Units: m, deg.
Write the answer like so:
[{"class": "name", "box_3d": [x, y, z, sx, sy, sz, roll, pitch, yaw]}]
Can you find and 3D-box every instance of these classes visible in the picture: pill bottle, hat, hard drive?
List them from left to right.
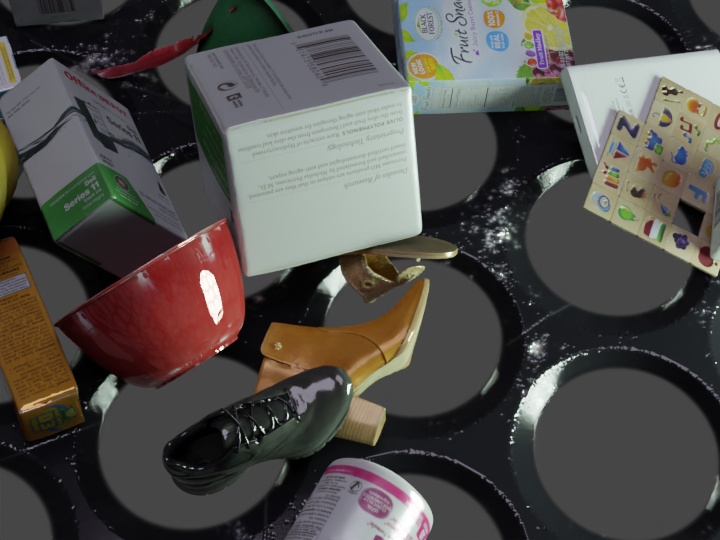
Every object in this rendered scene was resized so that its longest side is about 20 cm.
[{"class": "hat", "box_3d": [-0.171, -0.219, 1.645, 0.176, 0.200, 0.166, -40, 104, -10]}, {"class": "pill bottle", "box_3d": [-0.025, 0.280, 1.320, 0.113, 0.114, 0.201, 25, 59, 13]}, {"class": "hard drive", "box_3d": [0.334, -0.178, 1.659, 0.198, 0.027, 0.133, -9, 73, -19]}]

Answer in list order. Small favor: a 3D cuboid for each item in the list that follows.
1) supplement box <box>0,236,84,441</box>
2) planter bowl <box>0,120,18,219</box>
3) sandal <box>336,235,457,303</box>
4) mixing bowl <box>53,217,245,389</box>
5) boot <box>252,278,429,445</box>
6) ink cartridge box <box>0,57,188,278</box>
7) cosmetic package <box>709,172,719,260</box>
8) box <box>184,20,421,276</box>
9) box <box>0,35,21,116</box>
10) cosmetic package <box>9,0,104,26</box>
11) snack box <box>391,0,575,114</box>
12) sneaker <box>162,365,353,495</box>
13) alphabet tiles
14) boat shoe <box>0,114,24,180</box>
[{"class": "supplement box", "box_3d": [-0.340, 0.067, 1.472, 0.068, 0.067, 0.201, -22, 60, -17]}, {"class": "planter bowl", "box_3d": [-0.406, -0.108, 1.484, 0.200, 0.201, 0.083, 39, 33, 21]}, {"class": "sandal", "box_3d": [0.002, -0.001, 1.546, 0.210, 0.070, 0.078, 7, 15, 20]}, {"class": "mixing bowl", "box_3d": [-0.189, 0.046, 1.441, 0.199, 0.200, 0.109, -32, 93, -22]}, {"class": "boot", "box_3d": [-0.021, 0.072, 1.484, 0.143, 0.071, 0.202, 19, 62, 9]}, {"class": "ink cartridge box", "box_3d": [-0.279, -0.104, 1.532, 0.083, 0.146, 0.201, -36, 60, 12]}, {"class": "cosmetic package", "box_3d": [0.484, -0.052, 1.577, 0.198, 0.071, 0.102, 10, 67, -1]}, {"class": "box", "box_3d": [-0.061, -0.131, 1.520, 0.198, 0.172, 0.199, -15, 33, -12]}, {"class": "box", "box_3d": [-0.482, -0.196, 1.649, 0.198, 0.049, 0.083, -16, 58, -13]}, {"class": "cosmetic package", "box_3d": [-0.369, -0.396, 1.770, 0.112, 0.081, 0.201, -7, 58, -6]}, {"class": "snack box", "box_3d": [0.142, -0.269, 1.721, 0.198, 0.068, 0.170, -4, 58, -4]}, {"class": "sneaker", "box_3d": [-0.097, 0.150, 1.388, 0.199, 0.091, 0.076, -30, 71, 0]}, {"class": "alphabet tiles", "box_3d": [0.347, -0.113, 1.621, 0.166, 0.008, 0.201, 26, 65, -5]}, {"class": "boat shoe", "box_3d": [-0.410, -0.135, 1.598, 0.090, 0.071, 0.201, 18, 59, 4]}]
